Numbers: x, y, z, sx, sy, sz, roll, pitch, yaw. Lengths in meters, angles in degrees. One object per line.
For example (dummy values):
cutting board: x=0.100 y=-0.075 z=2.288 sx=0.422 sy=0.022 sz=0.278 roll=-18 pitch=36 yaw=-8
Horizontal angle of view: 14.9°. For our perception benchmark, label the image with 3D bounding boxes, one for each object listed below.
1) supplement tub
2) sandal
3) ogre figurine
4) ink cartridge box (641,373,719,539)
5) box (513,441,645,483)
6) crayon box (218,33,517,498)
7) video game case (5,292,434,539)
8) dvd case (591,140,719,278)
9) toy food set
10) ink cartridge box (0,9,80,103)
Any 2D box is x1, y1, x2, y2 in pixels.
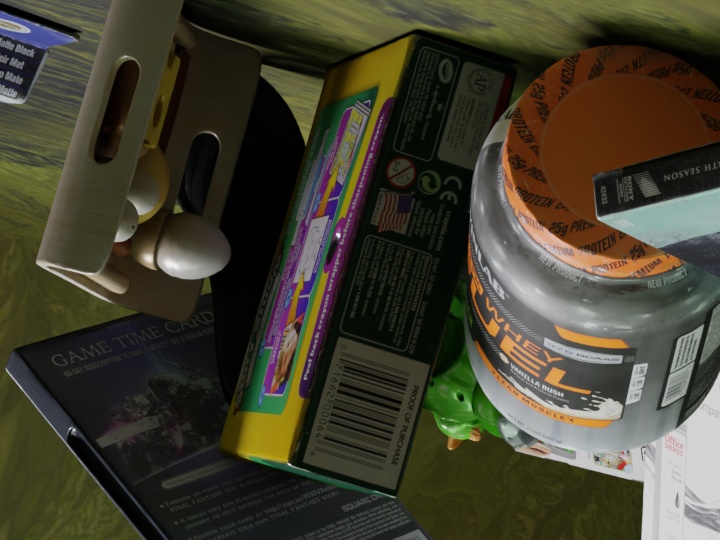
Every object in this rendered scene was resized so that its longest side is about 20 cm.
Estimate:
supplement tub: x=0.106 y=-0.009 z=1.179 sx=0.122 sy=0.123 sz=0.200 roll=14 pitch=157 yaw=8
sandal: x=-0.052 y=-0.023 z=1.393 sx=0.075 sy=0.202 sz=0.048 roll=-12 pitch=165 yaw=-13
ogre figurine: x=0.059 y=0.022 z=1.397 sx=0.199 sy=0.120 sz=0.098 roll=29 pitch=157 yaw=19
ink cartridge box: x=0.202 y=0.118 z=1.314 sx=0.082 sy=0.201 sz=0.146 roll=-7 pitch=-163 yaw=-23
box: x=0.126 y=0.028 z=1.491 sx=0.110 sy=0.035 sz=0.201 roll=13 pitch=135 yaw=26
crayon box: x=0.000 y=0.000 z=1.291 sx=0.058 sy=0.201 sz=0.172 roll=17 pitch=175 yaw=-12
video game case: x=-0.065 y=0.097 z=1.367 sx=0.142 sy=0.019 sz=0.200 roll=-16 pitch=-126 yaw=-45
dvd case: x=0.205 y=-0.030 z=1.003 sx=0.199 sy=0.022 sz=0.146 roll=-15 pitch=158 yaw=32
toy food set: x=-0.087 y=-0.055 z=1.274 sx=0.060 sy=0.144 sz=0.200 roll=15 pitch=175 yaw=8
ink cartridge box: x=-0.283 y=-0.139 z=1.526 sx=0.199 sy=0.041 sz=0.200 roll=18 pitch=174 yaw=-29
